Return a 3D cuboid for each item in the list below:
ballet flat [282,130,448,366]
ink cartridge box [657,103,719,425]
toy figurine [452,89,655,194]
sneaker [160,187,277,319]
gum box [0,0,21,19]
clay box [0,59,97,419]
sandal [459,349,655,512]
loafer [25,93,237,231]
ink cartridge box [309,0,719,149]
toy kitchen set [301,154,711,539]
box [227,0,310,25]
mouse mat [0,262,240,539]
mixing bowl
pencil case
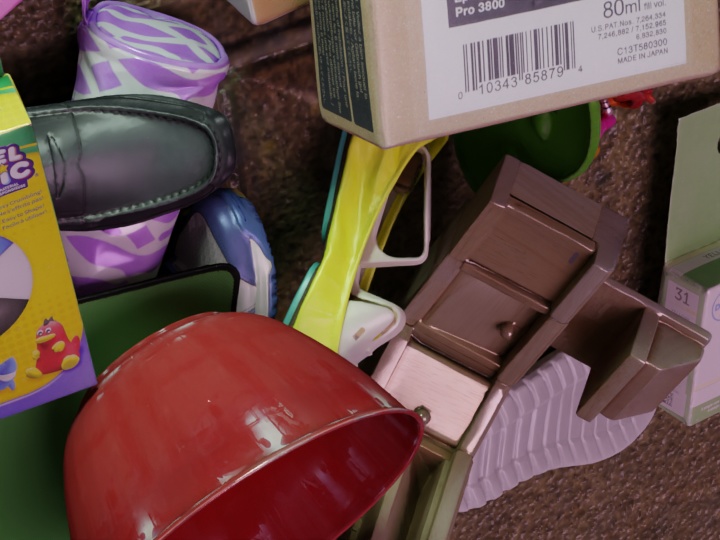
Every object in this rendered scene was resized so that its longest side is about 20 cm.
[{"bbox_3d":[0.000,0.000,1.437,0.067,0.067,0.201,63,44,-77],"label":"ballet flat"},{"bbox_3d":[0.252,-0.016,1.632,0.145,0.048,0.201,-21,129,-36],"label":"ink cartridge box"},{"bbox_3d":[0.147,-0.139,1.463,0.184,0.150,0.201,-32,142,-25],"label":"toy figurine"},{"bbox_3d":[-0.107,0.049,1.439,0.088,0.075,0.201,-1,117,-31],"label":"sneaker"},{"bbox_3d":[-0.235,-0.194,1.213,0.113,0.066,0.200,-42,132,-5],"label":"gum box"},{"bbox_3d":[-0.201,-0.009,1.228,0.114,0.048,0.201,-20,135,-11],"label":"clay box"},{"bbox_3d":[0.107,0.088,1.619,0.202,0.050,0.083,-18,112,-37],"label":"sandal"},{"bbox_3d":[-0.162,-0.048,1.287,0.199,0.070,0.068,-5,98,11],"label":"loafer"},{"bbox_3d":[0.075,-0.163,1.264,0.199,0.075,0.166,-15,113,-23],"label":"ink cartridge box"},{"bbox_3d":[0.089,0.085,1.438,0.163,0.181,0.200,27,139,-8],"label":"toy kitchen set"},{"bbox_3d":[-0.005,-0.244,1.305,0.199,0.106,0.153,-26,128,-16],"label":"box"},{"bbox_3d":[-0.143,0.089,1.389,0.160,0.008,0.201,-14,131,-26],"label":"mouse mat"},{"bbox_3d":[-0.078,0.093,1.333,0.200,0.109,0.200,-31,160,-13],"label":"mixing bowl"},{"bbox_3d":[-0.136,-0.042,1.366,0.085,0.084,0.201,21,108,-1],"label":"pencil case"}]
